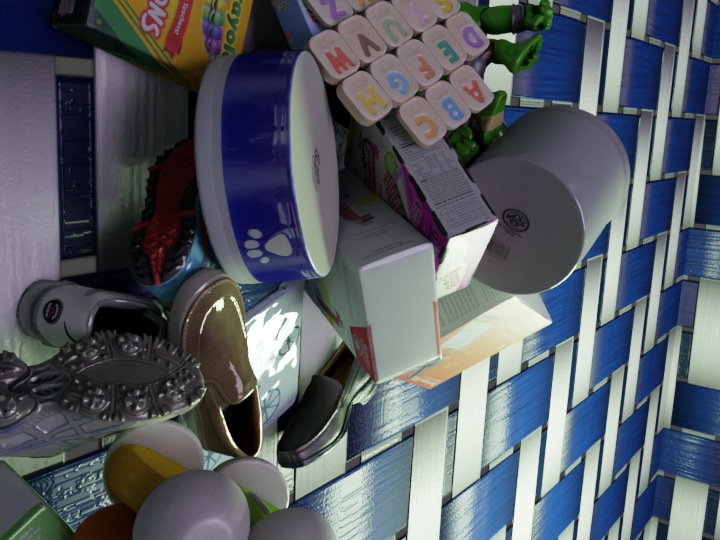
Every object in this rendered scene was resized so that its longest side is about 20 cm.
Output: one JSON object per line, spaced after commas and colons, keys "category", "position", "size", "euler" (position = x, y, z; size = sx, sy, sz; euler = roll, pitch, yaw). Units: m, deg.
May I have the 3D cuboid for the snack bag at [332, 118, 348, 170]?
{"category": "snack bag", "position": [0.005, -0.141, 1.008], "size": [0.200, 0.021, 0.190], "euler": [21, 81, -56]}

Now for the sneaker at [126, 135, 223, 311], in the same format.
{"category": "sneaker", "position": [-0.149, -0.042, 0.733], "size": [0.096, 0.079, 0.201], "euler": [66, 27, -45]}

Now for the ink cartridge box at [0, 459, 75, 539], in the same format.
{"category": "ink cartridge box", "position": [-0.270, 0.273, 0.639], "size": [0.146, 0.084, 0.201], "euler": [-45, 135, -26]}

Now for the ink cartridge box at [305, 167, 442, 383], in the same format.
{"category": "ink cartridge box", "position": [0.000, 0.000, 0.867], "size": [0.083, 0.200, 0.146], "euler": [-20, 125, -16]}

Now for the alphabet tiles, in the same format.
{"category": "alphabet tiles", "position": [0.041, -0.223, 0.805], "size": [0.200, 0.015, 0.196], "euler": [-38, 90, -33]}

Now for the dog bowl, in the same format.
{"category": "dog bowl", "position": [-0.075, -0.090, 0.717], "size": [0.200, 0.078, 0.201], "euler": [-3, 90, -81]}

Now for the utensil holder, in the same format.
{"category": "utensil holder", "position": [0.204, -0.084, 0.931], "size": [0.200, 0.169, 0.171], "euler": [-40, 130, -54]}

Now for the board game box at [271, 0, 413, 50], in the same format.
{"category": "board game box", "position": [-0.021, -0.295, 0.861], "size": [0.200, 0.037, 0.152], "euler": [-25, 93, -50]}

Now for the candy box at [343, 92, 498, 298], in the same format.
{"category": "candy box", "position": [0.055, -0.086, 0.846], "size": [0.061, 0.201, 0.137], "euler": [-20, 155, -17]}

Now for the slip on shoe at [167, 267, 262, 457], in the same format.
{"category": "slip on shoe", "position": [-0.116, 0.087, 0.696], "size": [0.076, 0.060, 0.201], "euler": [-35, 142, -43]}

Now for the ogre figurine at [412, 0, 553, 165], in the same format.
{"category": "ogre figurine", "position": [0.120, -0.225, 0.903], "size": [0.098, 0.120, 0.201], "euler": [-6, 122, -64]}

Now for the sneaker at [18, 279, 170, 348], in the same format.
{"category": "sneaker", "position": [-0.190, 0.058, 0.716], "size": [0.200, 0.088, 0.075], "euler": [16, 84, -58]}

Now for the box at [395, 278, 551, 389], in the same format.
{"category": "box", "position": [0.120, 0.055, 1.057], "size": [0.152, 0.200, 0.107], "euler": [25, 38, -55]}

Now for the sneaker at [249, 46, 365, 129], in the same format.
{"category": "sneaker", "position": [-0.048, -0.209, 0.874], "size": [0.199, 0.073, 0.082], "euler": [8, 69, -47]}

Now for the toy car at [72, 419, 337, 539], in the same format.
{"category": "toy car", "position": [-0.126, 0.220, 0.633], "size": [0.200, 0.175, 0.150], "euler": [31, 84, -28]}

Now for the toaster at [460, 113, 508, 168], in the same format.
{"category": "toaster", "position": [0.106, -0.124, 1.049], "size": [0.181, 0.118, 0.201], "euler": [18, 83, -64]}

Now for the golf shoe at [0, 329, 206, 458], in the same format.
{"category": "golf shoe", "position": [-0.223, 0.104, 0.632], "size": [0.199, 0.079, 0.097], "euler": [-2, 144, -17]}

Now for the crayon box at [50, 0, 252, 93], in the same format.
{"category": "crayon box", "position": [-0.160, -0.236, 0.711], "size": [0.200, 0.051, 0.128], "euler": [13, 87, -57]}

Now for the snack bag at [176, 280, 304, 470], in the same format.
{"category": "snack bag", "position": [-0.125, 0.115, 0.826], "size": [0.188, 0.021, 0.201], "euler": [-38, 146, -43]}

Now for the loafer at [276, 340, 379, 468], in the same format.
{"category": "loafer", "position": [-0.046, 0.155, 0.978], "size": [0.200, 0.072, 0.073], "euler": [-51, 130, -50]}
